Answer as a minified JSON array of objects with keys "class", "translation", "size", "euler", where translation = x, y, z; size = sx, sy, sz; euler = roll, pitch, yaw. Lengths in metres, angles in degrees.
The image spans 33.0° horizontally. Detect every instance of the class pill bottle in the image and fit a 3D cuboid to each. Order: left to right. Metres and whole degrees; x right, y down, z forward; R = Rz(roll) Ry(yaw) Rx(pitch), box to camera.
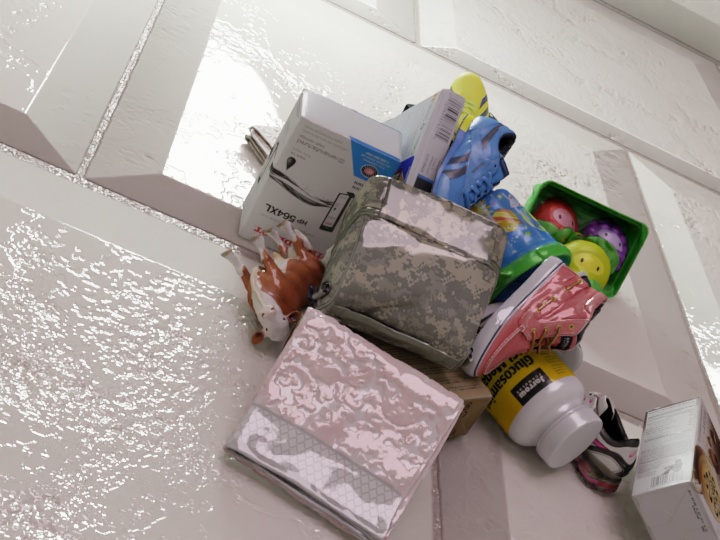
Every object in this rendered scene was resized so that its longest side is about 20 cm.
[{"class":"pill bottle","translation":[0.205,0.144,1.518],"size":[0.112,0.113,0.200],"euler":[-4,44,-46]}]

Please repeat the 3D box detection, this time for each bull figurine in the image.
[{"class":"bull figurine","translation":[-0.100,0.012,1.472],"size":[0.122,0.065,0.200],"euler":[62,22,-4]}]

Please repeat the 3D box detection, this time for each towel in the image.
[{"class":"towel","translation":[-0.068,-0.168,1.824],"size":[0.199,0.035,0.133],"euler":[-3,44,-45]},{"class":"towel","translation":[-0.015,0.161,1.274],"size":[0.199,0.032,0.191],"euler":[32,63,2]}]

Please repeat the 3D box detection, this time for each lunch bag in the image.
[{"class":"lunch bag","translation":[0.053,0.009,1.409],"size":[0.199,0.139,0.168],"euler":[25,53,-12]}]

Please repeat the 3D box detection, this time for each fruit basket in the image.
[{"class":"fruit basket","translation":[0.342,-0.034,1.902],"size":[0.215,0.156,0.216],"euler":[25,12,-6]}]

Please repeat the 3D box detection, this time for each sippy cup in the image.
[{"class":"sippy cup","translation":[0.185,-0.031,1.588],"size":[0.131,0.139,0.178],"euler":[57,-4,20]}]

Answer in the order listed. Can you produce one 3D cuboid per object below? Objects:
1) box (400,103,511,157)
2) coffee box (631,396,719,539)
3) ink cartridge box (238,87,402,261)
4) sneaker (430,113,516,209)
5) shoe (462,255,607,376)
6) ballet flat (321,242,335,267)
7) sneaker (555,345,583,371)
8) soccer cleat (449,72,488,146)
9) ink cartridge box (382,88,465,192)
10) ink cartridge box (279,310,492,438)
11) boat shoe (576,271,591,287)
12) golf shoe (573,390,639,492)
[{"class":"box","translation":[0.127,-0.179,1.910],"size":[0.199,0.142,0.079],"euler":[-2,42,-43]},{"class":"coffee box","translation":[0.401,0.260,1.509],"size":[0.114,0.079,0.200],"euler":[63,26,-14]},{"class":"ink cartridge box","translation":[-0.053,-0.113,1.585],"size":[0.145,0.201,0.085],"euler":[22,33,-14]},{"class":"sneaker","translation":[0.142,-0.120,1.546],"size":[0.078,0.066,0.201],"euler":[18,55,14]},{"class":"shoe","translation":[0.212,0.072,1.458],"size":[0.091,0.072,0.200],"euler":[36,59,18]},{"class":"ballet flat","translation":[0.000,0.000,1.581],"size":[0.072,0.072,0.200],"euler":[46,3,25]},{"class":"sneaker","translation":[0.253,0.064,1.728],"size":[0.200,0.077,0.082],"euler":[51,24,25]},{"class":"soccer cleat","translation":[0.132,-0.185,1.649],"size":[0.064,0.201,0.084],"euler":[13,-17,12]},{"class":"ink cartridge box","translation":[0.051,-0.126,1.623],"size":[0.047,0.200,0.199],"euler":[23,75,-16]},{"class":"ink cartridge box","translation":[0.031,0.123,1.428],"size":[0.199,0.075,0.165],"euler":[-2,41,-43]},{"class":"boat shoe","translation":[0.271,0.045,1.609],"size":[0.062,0.075,0.200],"euler":[53,21,11]},{"class":"golf shoe","translation":[0.292,0.183,1.561],"size":[0.072,0.092,0.200],"euler":[5,37,-35]}]
